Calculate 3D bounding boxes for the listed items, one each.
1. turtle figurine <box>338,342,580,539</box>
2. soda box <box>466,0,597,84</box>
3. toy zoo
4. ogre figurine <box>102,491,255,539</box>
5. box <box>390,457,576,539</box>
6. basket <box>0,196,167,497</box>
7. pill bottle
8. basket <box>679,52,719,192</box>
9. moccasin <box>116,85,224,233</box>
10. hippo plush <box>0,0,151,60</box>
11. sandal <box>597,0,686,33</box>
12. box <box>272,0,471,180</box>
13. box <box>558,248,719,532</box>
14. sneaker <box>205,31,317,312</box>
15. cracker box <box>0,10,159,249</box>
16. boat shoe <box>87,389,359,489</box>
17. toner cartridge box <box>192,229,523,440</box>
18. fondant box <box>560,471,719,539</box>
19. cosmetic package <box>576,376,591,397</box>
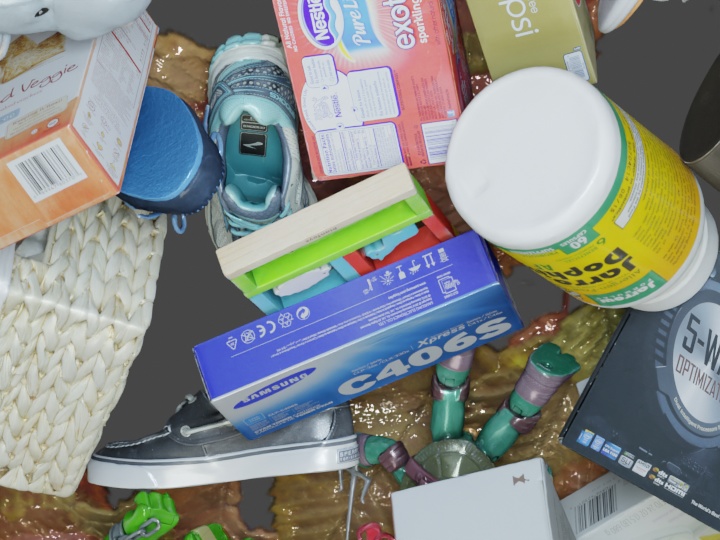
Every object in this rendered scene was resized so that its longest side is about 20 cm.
[{"bbox_3d":[0.067,0.132,1.757,0.149,0.101,0.200,16,116,-13],"label":"turtle figurine"},{"bbox_3d":[0.087,-0.203,1.542,0.064,0.068,0.200,-13,123,12],"label":"soda box"},{"bbox_3d":[0.000,0.000,1.651,0.131,0.020,0.200,-25,156,9],"label":"toy zoo"},{"bbox_3d":[-0.128,0.231,1.833,0.120,0.098,0.200,-32,156,20],"label":"ogre figurine"},{"bbox_3d":[0.101,0.248,1.702,0.106,0.152,0.200,-14,137,10],"label":"box"},{"bbox_3d":[-0.212,0.038,1.666,0.123,0.136,0.200,16,134,-11],"label":"basket"},{"bbox_3d":[0.144,-0.041,1.584,0.113,0.113,0.200,-28,152,20],"label":"pill bottle"},{"bbox_3d":[0.309,-0.067,1.589,0.200,0.136,0.180,28,114,-11],"label":"basket"},{"bbox_3d":[-0.126,-0.074,1.585,0.080,0.200,0.068,-49,122,-2],"label":"moccasin"},{"bbox_3d":[-0.184,-0.217,1.490,0.200,0.161,0.160,5,125,-1],"label":"hippo plush"},{"bbox_3d":[0.211,-0.214,1.522,0.059,0.079,0.207,28,119,-12],"label":"sandal"},{"bbox_3d":[0.003,-0.165,1.555,0.102,0.095,0.200,-8,123,9],"label":"box"},{"bbox_3d":[0.247,0.086,1.634,0.160,0.200,0.044,-61,149,0],"label":"box"},{"bbox_3d":[-0.069,-0.047,1.645,0.077,0.086,0.200,-4,124,5],"label":"sneaker"},{"bbox_3d":[-0.201,-0.092,1.552,0.134,0.200,0.058,-25,118,18],"label":"cracker box"},{"bbox_3d":[-0.098,0.111,1.770,0.200,0.072,0.068,-7,90,24],"label":"boat shoe"},{"bbox_3d":[0.000,0.043,1.662,0.200,0.043,0.095,-23,156,6],"label":"toner cartridge box"},{"bbox_3d":[0.240,0.217,1.827,0.144,0.058,0.200,-34,117,23],"label":"fondant box"},{"bbox_3d":[0.253,0.069,1.712,0.200,0.051,0.083,-26,148,19],"label":"cosmetic package"}]
